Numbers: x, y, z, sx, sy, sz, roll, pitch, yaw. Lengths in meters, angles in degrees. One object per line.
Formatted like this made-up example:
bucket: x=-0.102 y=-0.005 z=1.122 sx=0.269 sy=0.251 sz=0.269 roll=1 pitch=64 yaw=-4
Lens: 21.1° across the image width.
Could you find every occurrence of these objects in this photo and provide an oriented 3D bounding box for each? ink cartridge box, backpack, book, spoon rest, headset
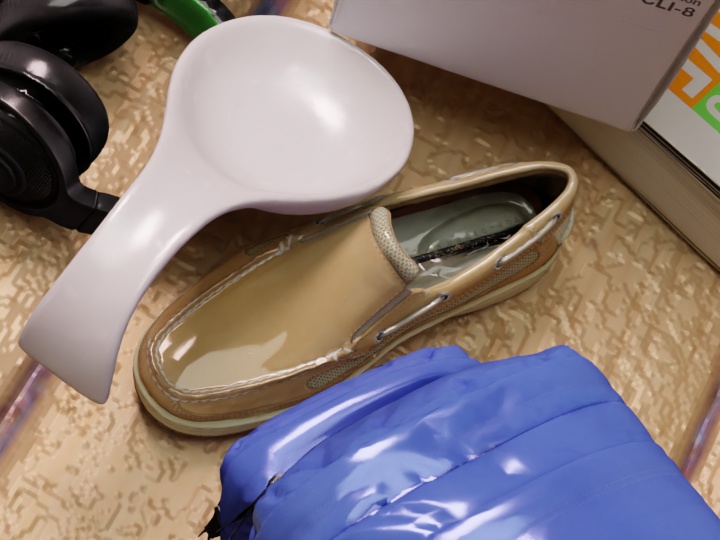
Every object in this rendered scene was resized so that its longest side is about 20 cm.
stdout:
ink cartridge box: x=0.086 y=-0.190 z=0.803 sx=0.145 sy=0.145 sz=0.200 roll=18 pitch=57 yaw=-5
backpack: x=0.024 y=0.114 z=0.668 sx=0.162 sy=0.200 sz=0.168 roll=-29 pitch=68 yaw=-22
book: x=0.144 y=-0.109 z=0.883 sx=0.200 sy=0.048 sz=0.134 roll=43 pitch=62 yaw=9
spoon rest: x=-0.051 y=-0.035 z=0.743 sx=0.099 sy=0.061 sz=0.200 roll=34 pitch=52 yaw=7
headset: x=-0.138 y=-0.081 z=0.799 sx=0.200 sy=0.094 sz=0.124 roll=21 pitch=61 yaw=-21

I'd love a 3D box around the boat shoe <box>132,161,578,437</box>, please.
boat shoe: x=0.000 y=0.000 z=0.781 sx=0.200 sy=0.076 sz=0.072 roll=-28 pitch=78 yaw=-21
